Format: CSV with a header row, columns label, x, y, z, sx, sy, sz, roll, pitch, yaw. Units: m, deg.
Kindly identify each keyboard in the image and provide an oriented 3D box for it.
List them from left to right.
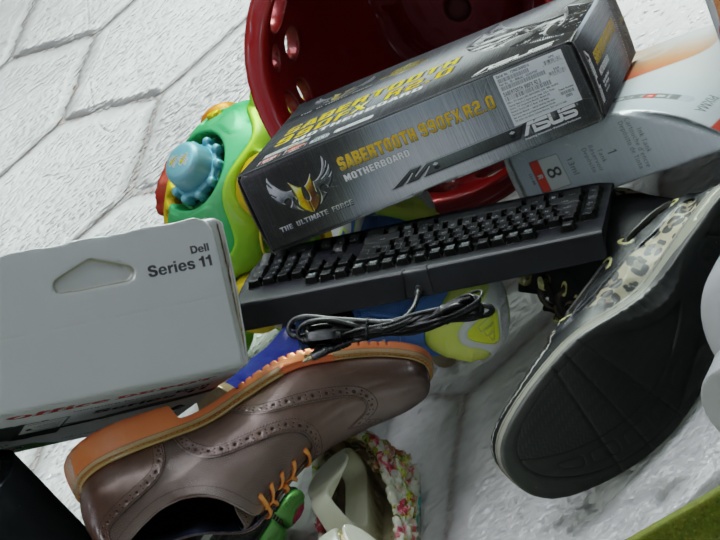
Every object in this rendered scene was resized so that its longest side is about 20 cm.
label,x,y,z,sx,sy,sz,roll,pitch,yaw
keyboard,0.030,0.000,1.458,0.199,0.021,0.127,-12,28,16

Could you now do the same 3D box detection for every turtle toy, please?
label,x,y,z,sx,sy,sz,roll,pitch,yaw
turtle toy,-0.078,-0.022,1.761,0.101,0.201,0.146,11,24,10

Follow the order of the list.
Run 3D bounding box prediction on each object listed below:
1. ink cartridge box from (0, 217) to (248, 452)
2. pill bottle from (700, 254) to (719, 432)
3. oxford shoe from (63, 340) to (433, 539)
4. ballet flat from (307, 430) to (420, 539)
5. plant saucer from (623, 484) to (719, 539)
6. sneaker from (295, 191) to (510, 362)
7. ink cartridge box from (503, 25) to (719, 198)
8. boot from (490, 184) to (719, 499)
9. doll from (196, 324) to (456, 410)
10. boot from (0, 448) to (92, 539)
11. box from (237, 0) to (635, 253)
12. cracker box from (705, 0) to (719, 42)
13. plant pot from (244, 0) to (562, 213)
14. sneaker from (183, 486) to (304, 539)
label,x,y,z,sx,sy,sz,roll,pitch,yaw
ink cartridge box,-0.153,0.041,1.514,0.146,0.083,0.200,-11,-8,-16
pill bottle,0.227,-0.005,1.306,0.111,0.111,0.200,-12,36,48
oxford shoe,-0.049,0.097,1.464,0.200,0.071,0.073,-22,57,-3
ballet flat,-0.003,0.146,1.458,0.076,0.064,0.200,-36,24,14
plant saucer,0.115,0.191,1.181,0.200,0.048,0.200,-37,20,44
sneaker,0.000,0.000,1.559,0.105,0.076,0.200,-12,20,-19
ink cartridge box,0.193,-0.102,1.529,0.200,0.050,0.162,-23,9,32
boot,0.120,0.031,1.466,0.204,0.074,0.154,-47,20,-15
doll,-0.004,0.037,1.638,0.136,0.049,0.200,8,35,33
boot,-0.143,0.163,1.510,0.200,0.168,0.076,-26,26,31
box,0.045,-0.087,1.546,0.200,0.048,0.158,-21,13,18
cracker box,0.201,-0.182,1.504,0.058,0.134,0.200,-17,16,7
plant pot,0.046,-0.150,1.705,0.200,0.201,0.183,-32,10,21
sneaker,-0.102,0.132,1.606,0.077,0.084,0.200,-54,25,-21
